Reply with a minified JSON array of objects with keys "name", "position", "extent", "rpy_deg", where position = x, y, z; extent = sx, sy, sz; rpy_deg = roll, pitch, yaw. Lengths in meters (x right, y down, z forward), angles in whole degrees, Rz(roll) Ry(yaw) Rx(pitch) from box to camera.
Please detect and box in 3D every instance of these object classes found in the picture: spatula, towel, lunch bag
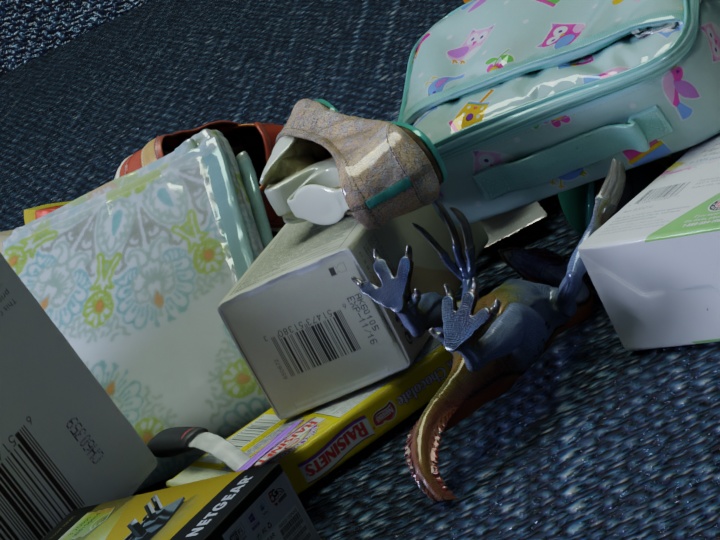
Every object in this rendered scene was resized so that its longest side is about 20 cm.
[{"name":"spatula","position":[-0.081,0.098,1.420],"extent":[0.056,0.021,0.200],"rpy_deg":[-40,16,-18]},{"name":"towel","position":[-0.126,0.030,1.567],"extent":[0.171,0.201,0.048],"rpy_deg":[-26,-29,17]},{"name":"lunch bag","position":[0.119,-0.110,1.442],"extent":[0.199,0.077,0.161],"rpy_deg":[-22,29,25]}]

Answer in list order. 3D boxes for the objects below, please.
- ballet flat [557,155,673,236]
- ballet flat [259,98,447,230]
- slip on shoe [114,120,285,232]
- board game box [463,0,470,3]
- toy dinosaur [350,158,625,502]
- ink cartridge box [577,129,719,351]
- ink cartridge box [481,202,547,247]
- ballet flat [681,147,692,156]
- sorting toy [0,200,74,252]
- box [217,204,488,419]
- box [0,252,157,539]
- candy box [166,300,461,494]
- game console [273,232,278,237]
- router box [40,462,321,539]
[{"name":"ballet flat","position":[0.157,-0.046,1.516],"extent":[0.073,0.073,0.200],"rpy_deg":[-27,8,3]},{"name":"ballet flat","position":[-0.018,-0.055,1.429],"extent":[0.067,0.068,0.200],"rpy_deg":[-37,13,-12]},{"name":"slip on shoe","position":[-0.063,-0.066,1.683],"extent":[0.199,0.074,0.061],"rpy_deg":[-5,-24,-32]},{"name":"board game box","position":[0.199,-0.249,1.824],"extent":[0.200,0.200,0.199],"rpy_deg":[-38,18,-34]},{"name":"toy dinosaur","position":[0.070,0.028,1.377],"extent":[0.105,0.201,0.181],"rpy_deg":[11,-6,32]},{"name":"ink cartridge box","position":[0.222,-0.041,1.352],"extent":[0.200,0.067,0.117],"rpy_deg":[-39,18,-34]},{"name":"ink cartridge box","position":[0.036,-0.024,1.712],"extent":[0.160,0.050,0.200],"rpy_deg":[-28,29,-1]},{"name":"ballet flat","position":[0.255,-0.098,1.494],"extent":[0.200,0.071,0.071],"rpy_deg":[-37,17,-32]},{"name":"sorting toy","position":[-0.150,-0.037,1.759],"extent":[0.199,0.037,0.185],"rpy_deg":[-17,11,-33]},{"name":"box","position":[0.000,0.000,1.496],"extent":[0.095,0.078,0.200],"rpy_deg":[-23,13,25]},{"name":"box","position":[-0.255,0.103,1.415],"extent":[0.130,0.200,0.199],"rpy_deg":[-11,32,48]},{"name":"candy box","position":[-0.008,0.077,1.450],"extent":[0.200,0.026,0.102],"rpy_deg":[-34,16,-22]},{"name":"game console","position":[-0.123,0.045,1.711],"extent":[0.175,0.117,0.200],"rpy_deg":[-13,10,-19]},{"name":"router box","position":[-0.135,0.179,1.277],"extent":[0.157,0.052,0.200],"rpy_deg":[-16,18,39]}]
